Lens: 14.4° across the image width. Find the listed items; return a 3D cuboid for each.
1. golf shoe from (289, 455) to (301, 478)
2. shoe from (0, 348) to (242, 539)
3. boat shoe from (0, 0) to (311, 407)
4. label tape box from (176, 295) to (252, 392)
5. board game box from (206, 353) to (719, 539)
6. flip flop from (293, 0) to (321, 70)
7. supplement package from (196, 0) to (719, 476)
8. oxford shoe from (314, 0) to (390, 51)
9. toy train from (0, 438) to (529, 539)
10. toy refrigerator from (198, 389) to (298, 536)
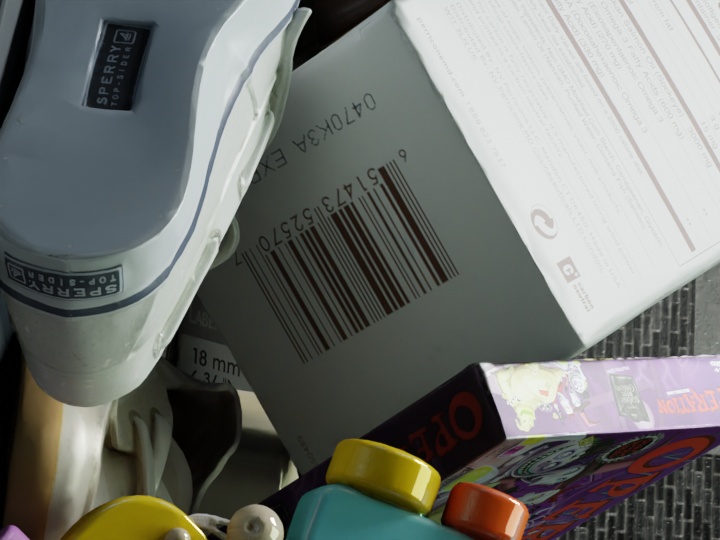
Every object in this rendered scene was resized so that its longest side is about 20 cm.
[{"bbox_3d":[0.000,0.000,0.999,0.095,0.078,0.200,57,24,-19],"label":"golf shoe"},{"bbox_3d":[-0.069,0.050,0.841,0.200,0.053,0.070,-43,137,-86],"label":"shoe"},{"bbox_3d":[-0.055,-0.037,0.793,0.202,0.075,0.086,-80,173,-48],"label":"boat shoe"},{"bbox_3d":[-0.007,0.019,1.240,0.144,0.063,0.200,-7,105,-45],"label":"label tape box"},{"bbox_3d":[0.010,0.080,0.866,0.120,0.200,0.032,-6,67,-49],"label":"board game box"},{"bbox_3d":[-0.048,-0.103,0.970,0.081,0.058,0.200,19,64,-50],"label":"flip flop"},{"bbox_3d":[0.047,-0.030,0.909,0.200,0.117,0.117,-27,86,-55],"label":"supplement package"},{"bbox_3d":[-0.008,-0.109,1.021,0.200,0.071,0.073,-22,-89,49],"label":"oxford shoe"},{"bbox_3d":[-0.036,0.128,0.747,0.056,0.200,0.150,-26,-98,69],"label":"toy train"},{"bbox_3d":[-0.057,0.090,1.059,0.200,0.070,0.076,-31,129,-85],"label":"toy refrigerator"}]
